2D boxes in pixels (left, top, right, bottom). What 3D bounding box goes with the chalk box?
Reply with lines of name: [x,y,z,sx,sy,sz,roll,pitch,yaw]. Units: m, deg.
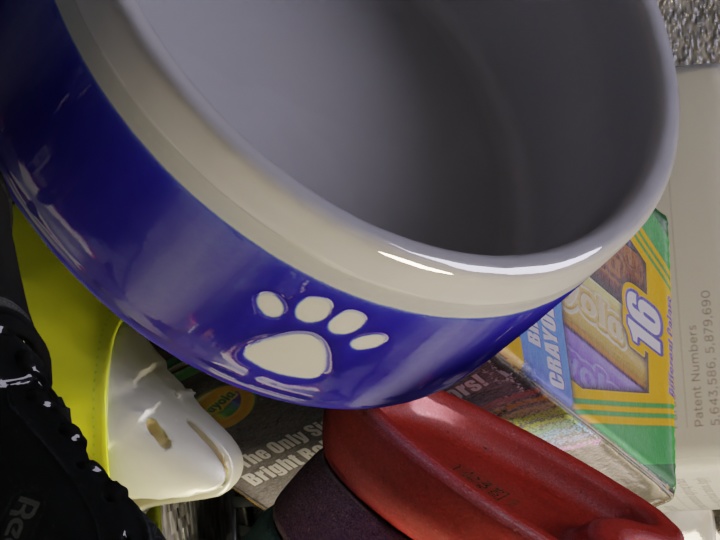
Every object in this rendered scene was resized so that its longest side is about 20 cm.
chalk box: [0.000,0.000,0.865,0.200,0.124,0.124,40,39,-36]

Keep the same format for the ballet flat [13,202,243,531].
ballet flat: [-0.064,0.078,0.731,0.067,0.067,0.201,7,78,-78]

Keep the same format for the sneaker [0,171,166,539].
sneaker: [-0.077,0.062,0.608,0.076,0.087,0.201,60,26,-65]

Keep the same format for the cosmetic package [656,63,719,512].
cosmetic package: [0.070,0.019,1.105,0.165,0.199,0.166,43,44,-74]

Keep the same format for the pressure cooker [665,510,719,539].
pressure cooker: [0.099,0.105,1.286,0.200,0.175,0.180,-73,152,-72]

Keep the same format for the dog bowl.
dog bowl: [-0.010,-0.064,0.739,0.079,0.199,0.201,-45,-149,43]

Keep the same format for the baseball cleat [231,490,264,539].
baseball cleat: [-0.033,0.089,0.940,0.107,0.069,0.201,55,26,-39]

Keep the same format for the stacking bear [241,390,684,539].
stacking bear: [-0.005,0.142,0.781,0.201,0.113,0.121,-62,166,10]
